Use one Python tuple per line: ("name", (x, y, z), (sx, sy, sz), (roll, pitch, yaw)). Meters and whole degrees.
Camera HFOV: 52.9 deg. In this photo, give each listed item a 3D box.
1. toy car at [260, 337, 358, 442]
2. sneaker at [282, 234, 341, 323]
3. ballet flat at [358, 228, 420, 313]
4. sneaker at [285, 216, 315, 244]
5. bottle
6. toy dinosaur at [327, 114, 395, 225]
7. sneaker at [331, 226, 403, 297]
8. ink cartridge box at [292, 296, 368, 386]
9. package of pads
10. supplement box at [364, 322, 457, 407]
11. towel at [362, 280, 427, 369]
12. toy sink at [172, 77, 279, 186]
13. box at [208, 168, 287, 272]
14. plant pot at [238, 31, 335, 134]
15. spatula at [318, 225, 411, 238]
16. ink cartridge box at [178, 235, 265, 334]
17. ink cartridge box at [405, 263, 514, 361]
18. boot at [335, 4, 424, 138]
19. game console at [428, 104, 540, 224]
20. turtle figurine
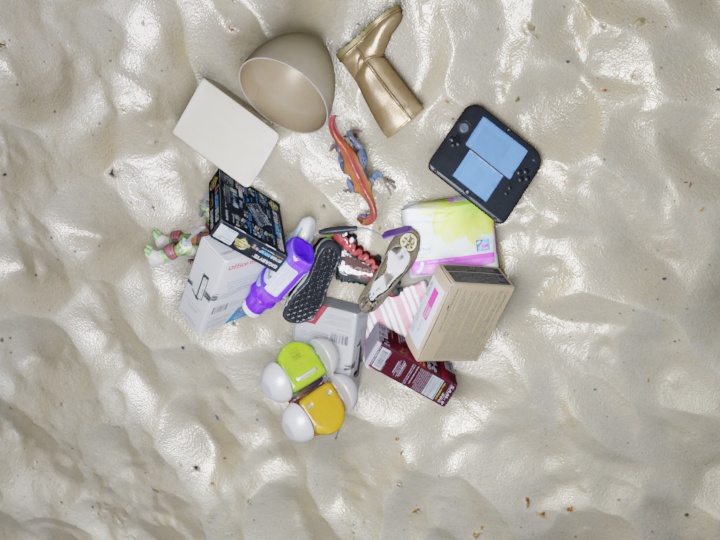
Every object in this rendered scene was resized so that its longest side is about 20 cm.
("toy car", (-0.115, 0.249, 1.496), (0.173, 0.150, 0.203), (-28, 87, -31))
("sneaker", (-0.102, 0.017, 1.523), (0.071, 0.083, 0.202), (28, 97, -28))
("ballet flat", (0.060, 0.003, 1.497), (0.067, 0.046, 0.202), (35, 96, -3))
("sneaker", (-0.171, -0.043, 1.555), (0.104, 0.076, 0.203), (29, 114, 7))
("bottle", (-0.173, 0.020, 1.493), (0.065, 0.084, 0.200), (31, 123, -22))
("toy dinosaur", (-0.016, -0.189, 1.493), (0.104, 0.199, 0.185), (-26, 66, 24))
("sneaker", (0.000, 0.000, 1.562), (0.199, 0.071, 0.098), (40, 101, -1))
("ink cartridge box", (-0.069, 0.169, 1.578), (0.143, 0.083, 0.205), (12, 103, 20))
("package of pads", (0.187, -0.075, 1.531), (0.195, 0.068, 0.159), (-7, 101, 6))
("supplement box", (0.106, 0.199, 1.540), (0.197, 0.109, 0.062), (30, 106, -9))
("towel", (0.079, 0.121, 1.602), (0.196, 0.030, 0.149), (-20, 96, 8))
("toy sink", (-0.265, -0.284, 1.510), (0.198, 0.112, 0.132), (35, 101, 3))
("box", (-0.228, -0.104, 1.452), (0.157, 0.202, 0.046), (30, 116, -30))
("plant pot", (-0.128, -0.395, 1.454), (0.197, 0.201, 0.136), (26, 64, 0))
("spatula", (0.009, -0.082, 1.491), (0.194, 0.057, 0.021), (2, 109, 7))
("ink cartridge box", (-0.282, 0.016, 1.514), (0.084, 0.145, 0.202), (42, 125, 22))
("ink cartridge box", (0.203, 0.090, 1.496), (0.161, 0.076, 0.203), (4, 124, -28))
("boot", (0.067, -0.407, 1.483), (0.174, 0.066, 0.202), (-34, 95, 23))
("game console", (0.258, -0.221, 1.479), (0.198, 0.031, 0.178), (37, 74, -2))
("turtle figurine", (-0.370, -0.089, 1.544), (0.189, 0.200, 0.147), (-13, 65, 12))
